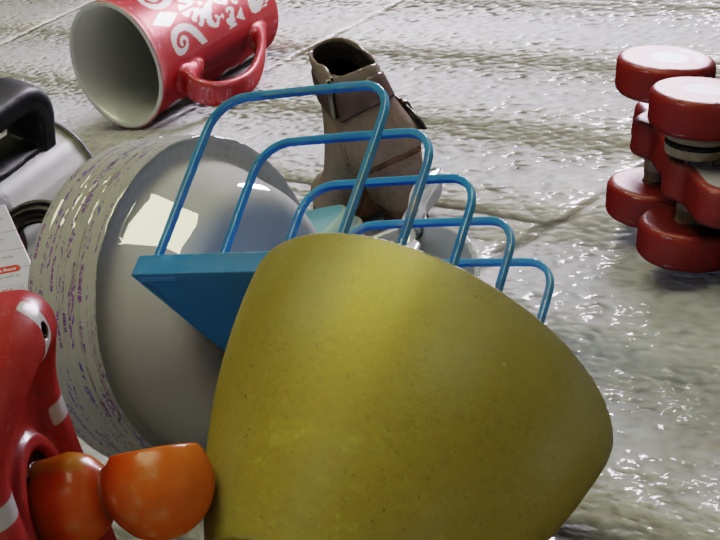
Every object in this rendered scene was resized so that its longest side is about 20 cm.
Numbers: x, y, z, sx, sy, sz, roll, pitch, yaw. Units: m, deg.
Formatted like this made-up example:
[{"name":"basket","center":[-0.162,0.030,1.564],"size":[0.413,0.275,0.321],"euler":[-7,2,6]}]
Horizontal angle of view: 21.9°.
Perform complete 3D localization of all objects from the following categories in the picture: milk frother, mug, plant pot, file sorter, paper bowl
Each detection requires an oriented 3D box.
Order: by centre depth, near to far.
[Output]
[{"name":"plant pot","center":[0.003,0.102,0.895],"size":[0.199,0.200,0.142],"euler":[1,49,41]},{"name":"file sorter","center":[0.000,0.000,1.043],"size":[0.138,0.200,0.123],"euler":[-2,59,37]},{"name":"paper bowl","center":[-0.094,0.019,1.118],"size":[0.104,0.202,0.201],"euler":[0,28,39]},{"name":"milk frother","center":[-0.269,-0.036,1.531],"size":[0.199,0.181,0.188],"euler":[34,40,8]},{"name":"mug","center":[-0.176,-0.231,1.950],"size":[0.200,0.178,0.134],"euler":[-34,-11,-43]}]

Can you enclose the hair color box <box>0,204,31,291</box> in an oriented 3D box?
[{"name":"hair color box","center":[-0.280,0.037,1.325],"size":[0.110,0.064,0.200],"euler":[-12,37,-17]}]

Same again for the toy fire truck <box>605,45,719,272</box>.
[{"name":"toy fire truck","center":[0.255,-0.075,1.209],"size":[0.166,0.113,0.200],"euler":[-1,21,-7]}]

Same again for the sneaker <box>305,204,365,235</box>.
[{"name":"sneaker","center":[-0.103,-0.039,1.365],"size":[0.199,0.131,0.080],"euler":[-19,20,-3]}]

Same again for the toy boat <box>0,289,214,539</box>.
[{"name":"toy boat","center":[-0.130,0.103,0.855],"size":[0.130,0.201,0.131],"euler":[-13,23,10]}]

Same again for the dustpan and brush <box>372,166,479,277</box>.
[{"name":"dustpan and brush","center":[0.031,-0.009,1.276],"size":[0.139,0.058,0.200],"euler":[-9,23,24]}]

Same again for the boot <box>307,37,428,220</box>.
[{"name":"boot","center":[-0.006,-0.106,1.424],"size":[0.070,0.147,0.200],"euler":[-29,23,-20]}]
